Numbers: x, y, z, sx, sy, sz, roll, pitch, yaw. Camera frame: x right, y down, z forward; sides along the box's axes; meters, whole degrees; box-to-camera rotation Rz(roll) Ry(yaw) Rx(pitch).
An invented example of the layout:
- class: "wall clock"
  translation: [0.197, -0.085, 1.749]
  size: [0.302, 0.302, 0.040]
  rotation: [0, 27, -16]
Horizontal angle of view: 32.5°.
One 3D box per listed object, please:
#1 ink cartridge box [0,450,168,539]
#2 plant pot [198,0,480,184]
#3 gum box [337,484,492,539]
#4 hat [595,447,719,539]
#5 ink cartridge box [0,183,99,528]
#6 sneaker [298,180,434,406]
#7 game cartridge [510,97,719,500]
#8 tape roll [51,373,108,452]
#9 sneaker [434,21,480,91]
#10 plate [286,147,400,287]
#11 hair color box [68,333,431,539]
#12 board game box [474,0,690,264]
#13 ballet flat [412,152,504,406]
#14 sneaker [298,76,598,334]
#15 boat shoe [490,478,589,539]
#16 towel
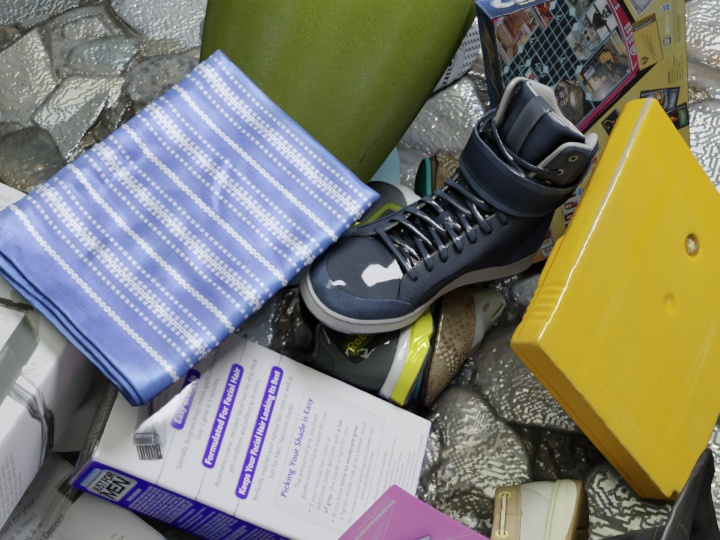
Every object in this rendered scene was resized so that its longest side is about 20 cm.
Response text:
- class: "ink cartridge box"
  translation: [-0.198, 0.203, 0.753]
  size: [0.199, 0.085, 0.145]
  rotation: [31, 64, 25]
- class: "plant pot"
  translation: [-0.037, -0.127, 0.842]
  size: [0.186, 0.187, 0.202]
  rotation: [24, 96, 21]
- class: "gum box"
  translation: [-0.009, 0.218, 0.648]
  size: [0.200, 0.066, 0.113]
  rotation: [-43, 22, -15]
- class: "hat"
  translation: [0.146, 0.194, 0.673]
  size: [0.080, 0.201, 0.202]
  rotation: [1, 55, 27]
- class: "ink cartridge box"
  translation: [-0.238, 0.049, 0.708]
  size: [0.146, 0.083, 0.201]
  rotation: [23, 53, 4]
- class: "sneaker"
  translation: [0.000, 0.000, 0.837]
  size: [0.084, 0.075, 0.201]
  rotation: [15, 36, -16]
- class: "game cartridge"
  translation: [0.185, 0.022, 0.788]
  size: [0.032, 0.176, 0.201]
  rotation: [-4, 46, 49]
- class: "tape roll"
  translation: [-0.209, 0.042, 0.836]
  size: [0.201, 0.037, 0.203]
  rotation: [10, 32, -6]
- class: "sneaker"
  translation: [-0.008, -0.192, 0.996]
  size: [0.198, 0.076, 0.115]
  rotation: [-14, 44, -19]
- class: "plate"
  translation: [-0.067, -0.076, 0.959]
  size: [0.198, 0.026, 0.202]
  rotation: [-3, 57, 4]
- class: "hair color box"
  translation: [-0.064, 0.112, 0.759]
  size: [0.199, 0.065, 0.110]
  rotation: [26, 57, -16]
- class: "board game box"
  translation: [0.158, -0.110, 0.850]
  size: [0.134, 0.201, 0.035]
  rotation: [-18, 37, -6]
- class: "ballet flat"
  translation: [0.071, 0.003, 0.869]
  size: [0.065, 0.071, 0.202]
  rotation: [9, 60, -8]
- class: "sneaker"
  translation: [0.059, -0.044, 0.759]
  size: [0.201, 0.147, 0.077]
  rotation: [-22, 63, -37]
- class: "boat shoe"
  translation: [0.087, 0.204, 0.720]
  size: [0.066, 0.075, 0.200]
  rotation: [1, 34, 21]
- class: "towel"
  translation: [-0.104, -0.031, 0.717]
  size: [0.145, 0.024, 0.200]
  rotation: [42, 64, 12]
